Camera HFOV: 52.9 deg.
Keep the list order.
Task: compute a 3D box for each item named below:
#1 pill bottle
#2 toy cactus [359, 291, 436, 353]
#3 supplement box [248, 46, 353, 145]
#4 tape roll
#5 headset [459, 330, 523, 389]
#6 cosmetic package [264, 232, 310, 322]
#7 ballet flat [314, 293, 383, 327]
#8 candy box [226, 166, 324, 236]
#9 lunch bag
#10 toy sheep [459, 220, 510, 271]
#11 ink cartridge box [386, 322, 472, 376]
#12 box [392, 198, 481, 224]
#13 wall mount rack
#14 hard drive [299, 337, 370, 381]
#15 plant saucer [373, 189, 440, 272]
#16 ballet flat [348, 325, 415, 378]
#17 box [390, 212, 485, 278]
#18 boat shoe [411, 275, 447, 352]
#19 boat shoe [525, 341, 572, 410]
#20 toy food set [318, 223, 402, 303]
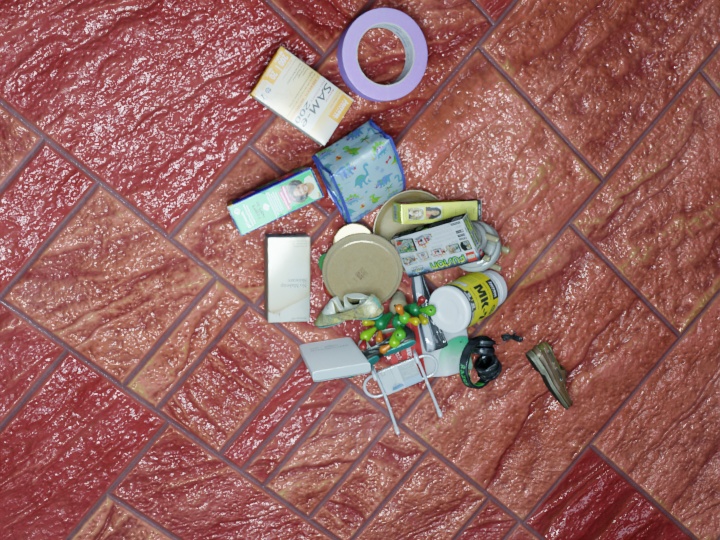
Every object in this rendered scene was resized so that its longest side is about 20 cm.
[{"bbox_3d":[0.264,0.069,1.744,0.200,0.114,0.115,-22,109,-47],"label":"pill bottle"},{"bbox_3d":[0.082,0.105,1.717,0.200,0.165,0.102,-34,115,23],"label":"toy cactus"},{"bbox_3d":[-0.133,-0.388,1.620,0.200,0.074,0.126,32,93,-17],"label":"supplement box"},{"bbox_3d":[0.049,-0.489,1.650,0.199,0.066,0.201,-2,102,-12],"label":"tape roll"},{"bbox_3d":[0.325,0.216,1.816,0.200,0.094,0.124,-36,119,-40],"label":"headset"},{"bbox_3d":[-0.172,0.016,1.692,0.103,0.073,0.201,-2,100,-13],"label":"cosmetic package"},{"bbox_3d":[-0.036,0.088,1.697,0.071,0.199,0.071,18,67,-50],"label":"ballet flat"},{"bbox_3d":[-0.194,-0.156,1.602,0.199,0.169,0.077,-28,103,-7],"label":"candy box"},{"bbox_3d":[0.007,-0.216,1.665,0.170,0.128,0.200,-33,136,-5],"label":"lunch bag"},{"bbox_3d":[0.276,-0.059,1.741,0.138,0.138,0.200,-52,148,1],"label":"toy sheep"},{"bbox_3d":[0.174,0.193,1.824,0.199,0.050,0.162,-14,104,-13],"label":"ink cartridge box"},{"bbox_3d":[0.181,-0.140,1.709,0.199,0.075,0.050,-4,100,-12],"label":"box"},{"bbox_3d":[0.112,0.298,1.798,0.199,0.075,0.174,-23,102,4],"label":"wall mount rack"},{"bbox_3d":[-0.063,0.204,1.688,0.131,0.200,0.026,-8,104,-12],"label":"hard drive"},{"bbox_3d":[0.123,-0.097,1.759,0.199,0.035,0.201,-3,102,-14],"label":"plant saucer"},{"bbox_3d":[0.040,0.193,1.781,0.199,0.068,0.069,-26,65,-6],"label":"ballet flat"},{"bbox_3d":[0.176,-0.055,1.676,0.199,0.035,0.110,-14,111,36],"label":"box"},{"bbox_3d":[0.171,0.097,1.765,0.066,0.070,0.201,-10,75,-6],"label":"boat shoe"},{"bbox_3d":[0.516,0.278,1.909,0.068,0.072,0.200,-36,107,-3],"label":"boat shoe"},{"bbox_3d":[0.000,0.000,1.723,0.199,0.049,0.198,29,108,-13],"label":"toy food set"}]
